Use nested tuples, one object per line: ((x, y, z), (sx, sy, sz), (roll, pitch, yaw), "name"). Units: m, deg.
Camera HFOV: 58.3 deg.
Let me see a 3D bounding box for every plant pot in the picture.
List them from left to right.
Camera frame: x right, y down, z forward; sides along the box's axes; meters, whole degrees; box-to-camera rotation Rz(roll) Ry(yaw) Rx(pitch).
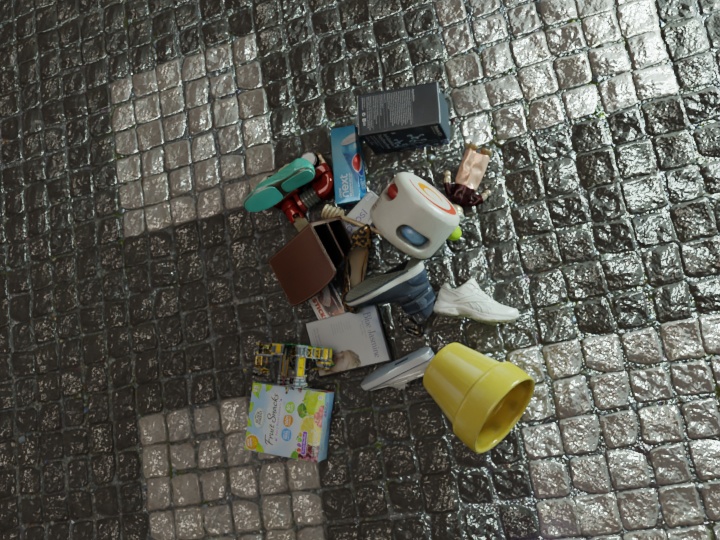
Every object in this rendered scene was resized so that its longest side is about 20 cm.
((0.246, 0.263, 1.420), (0.189, 0.201, 0.201), (37, 94, 33), "plant pot")

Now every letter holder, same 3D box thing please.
((-0.107, -0.016, 1.540), (0.200, 0.101, 0.142), (-36, 78, 45), "letter holder")

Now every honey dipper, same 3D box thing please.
((0.002, -0.110, 1.559), (0.200, 0.038, 0.038), (21, 88, 12), "honey dipper")

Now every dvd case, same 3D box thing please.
((-0.030, 0.175, 1.582), (0.200, 0.018, 0.143), (-17, 87, 20), "dvd case")

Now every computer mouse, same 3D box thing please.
((0.058, 0.120, 1.575), (0.200, 0.034, 0.059), (14, 85, 18), "computer mouse")

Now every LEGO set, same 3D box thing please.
((-0.168, 0.237, 1.553), (0.200, 0.154, 0.116), (1, 80, 28), "LEGO set")

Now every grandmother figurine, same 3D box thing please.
((0.254, -0.199, 1.552), (0.121, 0.061, 0.200), (24, 92, 13), "grandmother figurine")

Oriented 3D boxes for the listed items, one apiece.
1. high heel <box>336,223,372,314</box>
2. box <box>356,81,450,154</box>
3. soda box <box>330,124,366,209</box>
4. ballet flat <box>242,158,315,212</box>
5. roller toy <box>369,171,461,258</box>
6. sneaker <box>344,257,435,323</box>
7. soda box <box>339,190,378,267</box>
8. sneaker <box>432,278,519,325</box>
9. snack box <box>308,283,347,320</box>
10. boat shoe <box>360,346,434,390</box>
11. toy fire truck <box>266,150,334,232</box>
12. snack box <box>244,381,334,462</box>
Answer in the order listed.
((0.000, 0.000, 1.532), (0.143, 0.071, 0.200), (-111, 35, -41), "high heel")
((0.108, -0.367, 1.574), (0.200, 0.148, 0.107), (-6, 80, 17), "box")
((-0.029, -0.263, 1.646), (0.068, 0.064, 0.200), (-7, 80, 16), "soda box")
((-0.202, -0.213, 1.591), (0.200, 0.067, 0.070), (-28, 46, 11), "ballet flat")
((0.118, -0.123, 1.480), (0.200, 0.182, 0.140), (49, 113, 23), "roller toy")
((0.077, 0.075, 1.507), (0.202, 0.077, 0.146), (-24, 116, 3), "sneaker")
((-0.014, -0.102, 1.613), (0.063, 0.068, 0.200), (45, 97, 16), "soda box")
((0.270, 0.069, 1.496), (0.200, 0.078, 0.099), (10, 81, 18), "sneaker")
((-0.109, 0.044, 1.644), (0.072, 0.024, 0.200), (-33, 74, 12), "snack box")
((0.093, 0.251, 1.525), (0.200, 0.074, 0.065), (-28, 100, 25), "boat shoe")
((-0.134, -0.180, 1.638), (0.176, 0.129, 0.200), (-31, 80, 10), "toy fire truck")
((-0.176, 0.371, 1.593), (0.200, 0.068, 0.169), (4, 83, 20), "snack box")
